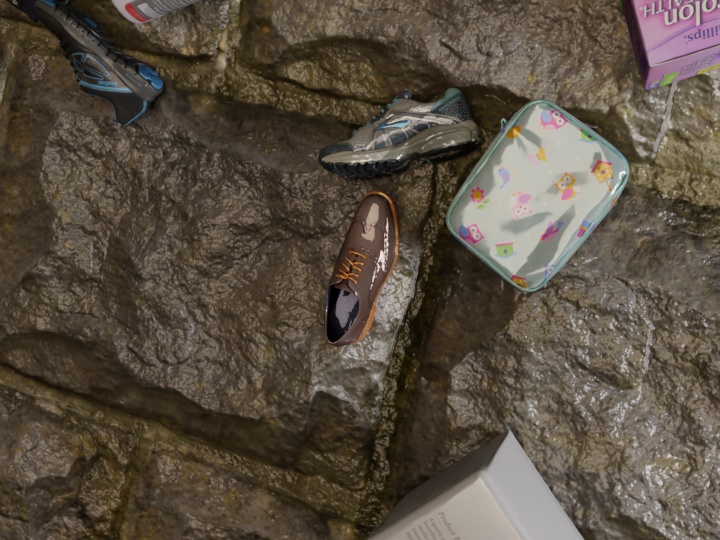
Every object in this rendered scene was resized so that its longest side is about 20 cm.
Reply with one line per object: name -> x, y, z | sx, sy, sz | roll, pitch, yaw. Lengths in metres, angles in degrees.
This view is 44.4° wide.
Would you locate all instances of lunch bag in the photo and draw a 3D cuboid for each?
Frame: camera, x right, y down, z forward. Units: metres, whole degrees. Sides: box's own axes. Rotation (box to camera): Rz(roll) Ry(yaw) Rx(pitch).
lunch bag -> 0.203, -0.092, 1.026 | 0.160, 0.077, 0.201 | 39, 103, 12

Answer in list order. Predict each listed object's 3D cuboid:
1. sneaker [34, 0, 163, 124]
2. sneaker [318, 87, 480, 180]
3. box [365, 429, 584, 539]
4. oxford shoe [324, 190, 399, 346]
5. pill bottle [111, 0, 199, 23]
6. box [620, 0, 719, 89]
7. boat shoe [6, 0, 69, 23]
sneaker -> -0.362, -0.279, 1.174 | 0.200, 0.073, 0.082 | 41, 108, -1
sneaker -> 0.044, -0.168, 1.081 | 0.198, 0.078, 0.087 | -11, 79, 10
box -> 0.144, 0.325, 1.008 | 0.171, 0.200, 0.200 | -36, 83, 18
oxford shoe -> 0.000, 0.000, 1.095 | 0.071, 0.073, 0.202 | 14, 97, 16
pill bottle -> -0.219, -0.398, 1.114 | 0.198, 0.114, 0.115 | -15, 89, 17
box -> 0.321, -0.309, 0.925 | 0.096, 0.176, 0.202 | -16, 90, 17
boat shoe -> -0.409, -0.428, 1.199 | 0.093, 0.075, 0.200 | 45, 108, -3
